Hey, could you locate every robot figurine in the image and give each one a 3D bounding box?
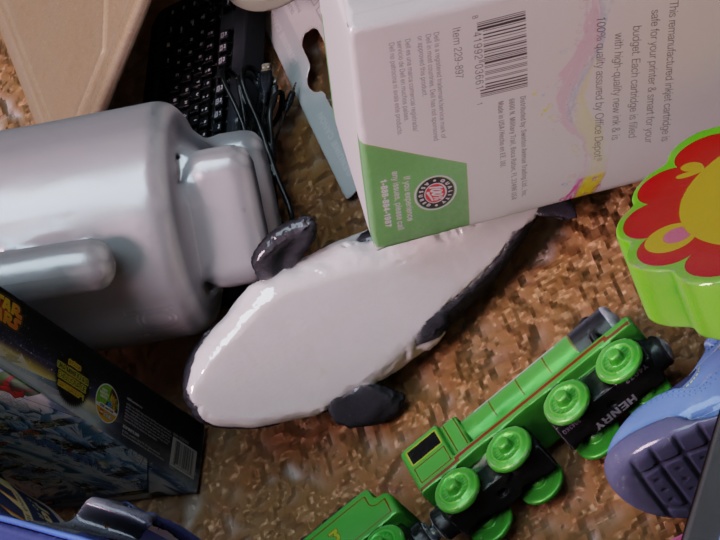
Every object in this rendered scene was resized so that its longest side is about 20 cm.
[{"bbox_3d":[-0.140,-0.016,0.967,0.199,0.170,0.114,-10,99,9],"label":"robot figurine"}]

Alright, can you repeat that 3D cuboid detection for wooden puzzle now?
[{"bbox_3d":[-0.152,-0.166,1.101,0.185,0.037,0.201,64,143,39],"label":"wooden puzzle"}]

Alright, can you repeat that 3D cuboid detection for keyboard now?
[{"bbox_3d":[-0.084,-0.072,1.058,0.104,0.040,0.201,-14,59,27],"label":"keyboard"}]

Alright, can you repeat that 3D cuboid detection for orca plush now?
[{"bbox_3d":[0.000,0.000,0.948,0.200,0.105,0.071,-47,18,3],"label":"orca plush"}]

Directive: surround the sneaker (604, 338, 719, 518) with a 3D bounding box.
[{"bbox_3d":[0.183,0.029,0.815,0.199,0.074,0.082,-31,48,3],"label":"sneaker"}]

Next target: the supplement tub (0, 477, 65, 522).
[{"bbox_3d":[-0.210,0.149,0.902,0.144,0.200,0.146,-16,55,24],"label":"supplement tub"}]

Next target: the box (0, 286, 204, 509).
[{"bbox_3d":[-0.183,0.060,0.939,0.136,0.200,0.040,-10,60,27],"label":"box"}]

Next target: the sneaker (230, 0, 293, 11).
[{"bbox_3d":[-0.080,-0.214,1.073,0.075,0.106,0.200,-40,35,1],"label":"sneaker"}]

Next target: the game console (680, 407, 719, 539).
[{"bbox_3d":[0.195,0.123,0.688,0.172,0.118,0.201,175,114,-73],"label":"game console"}]

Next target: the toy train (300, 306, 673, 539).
[{"bbox_3d":[0.051,0.087,0.883,0.200,0.042,0.056,-39,39,6],"label":"toy train"}]

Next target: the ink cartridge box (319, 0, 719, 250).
[{"bbox_3d":[0.086,-0.105,0.862,0.199,0.146,0.088,-13,52,-4],"label":"ink cartridge box"}]

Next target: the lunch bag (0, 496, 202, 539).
[{"bbox_3d":[-0.098,0.169,0.819,0.135,0.200,0.133,9,70,36],"label":"lunch bag"}]

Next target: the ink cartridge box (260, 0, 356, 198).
[{"bbox_3d":[0.045,-0.150,1.038,0.200,0.047,0.160,-45,47,23],"label":"ink cartridge box"}]

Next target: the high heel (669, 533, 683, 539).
[{"bbox_3d":[0.133,0.102,0.796,0.199,0.067,0.096,-2,71,26],"label":"high heel"}]

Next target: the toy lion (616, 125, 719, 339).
[{"bbox_3d":[0.204,-0.038,0.766,0.200,0.069,0.191,-37,27,-25],"label":"toy lion"}]
